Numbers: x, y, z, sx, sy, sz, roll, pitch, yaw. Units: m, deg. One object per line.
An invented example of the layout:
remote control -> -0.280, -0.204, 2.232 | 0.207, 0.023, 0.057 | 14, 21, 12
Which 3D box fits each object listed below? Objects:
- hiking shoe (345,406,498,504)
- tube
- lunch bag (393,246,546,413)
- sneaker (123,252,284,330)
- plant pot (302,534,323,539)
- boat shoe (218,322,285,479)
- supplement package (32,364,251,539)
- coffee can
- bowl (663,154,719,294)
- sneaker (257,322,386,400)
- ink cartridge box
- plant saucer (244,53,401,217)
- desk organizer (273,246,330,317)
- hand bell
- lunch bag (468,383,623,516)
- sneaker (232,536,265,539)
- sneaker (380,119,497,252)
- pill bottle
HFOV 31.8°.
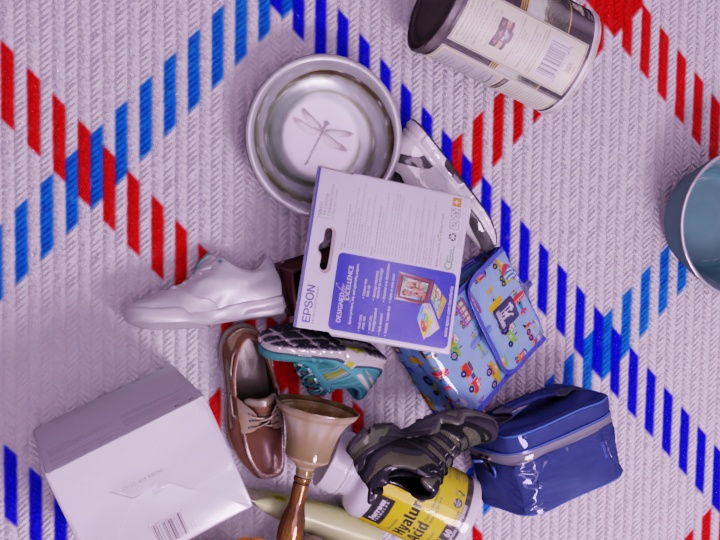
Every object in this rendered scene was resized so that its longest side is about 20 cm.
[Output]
hiking shoe -> 0.084, 0.232, 1.542 | 0.199, 0.076, 0.101 | -9, 62, -19
tube -> -0.065, 0.311, 1.603 | 0.199, 0.052, 0.058 | 22, 132, -23
lunch bag -> 0.151, 0.076, 1.653 | 0.200, 0.094, 0.151 | -39, 111, -22
sneaker -> -0.194, 0.023, 1.538 | 0.199, 0.075, 0.089 | -6, 85, -24
plant pot -> -0.065, 0.440, 1.563 | 0.200, 0.200, 0.184 | 44, 70, -17
boat shoe -> -0.132, 0.167, 1.563 | 0.075, 0.072, 0.201 | -17, 100, -17
supplement package -> -0.257, 0.228, 1.459 | 0.190, 0.200, 0.148 | -25, 103, -14
coffee can -> 0.179, -0.302, 1.587 | 0.199, 0.146, 0.147 | 23, 88, -20
bowl -> 0.499, -0.067, 1.742 | 0.199, 0.105, 0.202 | -2, 95, -19
sneaker -> -0.048, 0.119, 1.567 | 0.199, 0.077, 0.080 | 19, 100, -42
ink cartridge box -> 0.025, -0.011, 1.531 | 0.199, 0.047, 0.199 | 11, 82, -12
plant saucer -> -0.049, -0.166, 1.568 | 0.199, 0.050, 0.202 | -1, 94, -15
desk organizer -> 0.000, 0.000, 1.590 | 0.199, 0.077, 0.072 | -18, 100, -17
hand bell -> -0.071, 0.260, 1.529 | 0.103, 0.104, 0.201 | 10, 95, -20
lunch bag -> 0.231, 0.226, 1.653 | 0.199, 0.136, 0.133 | -18, 100, -29
sneaker -> -0.201, 0.374, 1.527 | 0.199, 0.077, 0.079 | -20, 98, 18
sneaker -> 0.101, -0.097, 1.629 | 0.080, 0.074, 0.200 | -39, 102, 4
pill bottle -> 0.044, 0.277, 1.609 | 0.199, 0.111, 0.112 | 26, 87, -10
